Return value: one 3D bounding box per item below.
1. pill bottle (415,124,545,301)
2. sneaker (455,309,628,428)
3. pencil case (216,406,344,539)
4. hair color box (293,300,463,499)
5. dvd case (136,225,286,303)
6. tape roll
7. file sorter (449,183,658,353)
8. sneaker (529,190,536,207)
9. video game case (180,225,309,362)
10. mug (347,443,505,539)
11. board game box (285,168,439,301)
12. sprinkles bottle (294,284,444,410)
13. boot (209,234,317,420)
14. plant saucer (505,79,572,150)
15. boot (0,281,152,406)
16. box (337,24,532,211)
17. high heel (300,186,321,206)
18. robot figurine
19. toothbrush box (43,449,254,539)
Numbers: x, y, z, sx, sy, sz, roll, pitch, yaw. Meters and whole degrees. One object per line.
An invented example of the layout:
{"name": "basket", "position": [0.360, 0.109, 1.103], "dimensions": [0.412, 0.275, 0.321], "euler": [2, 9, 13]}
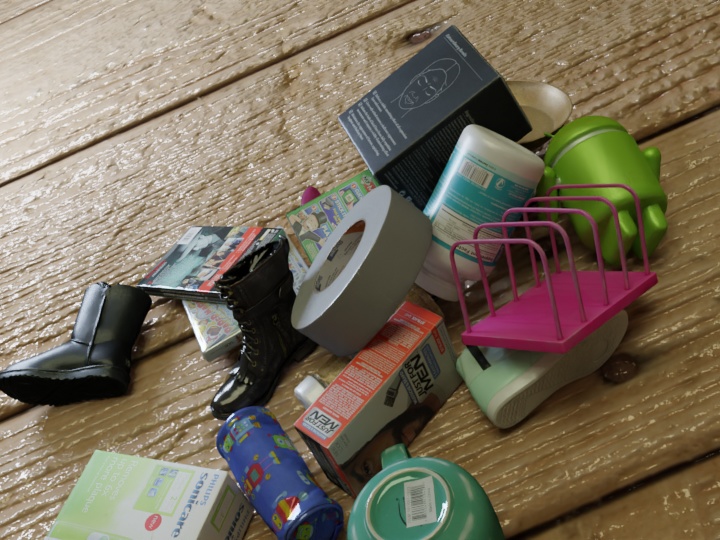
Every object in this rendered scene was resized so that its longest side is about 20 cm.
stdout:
{"name": "pill bottle", "position": [0.134, -0.066, 1.167], "dimensions": [0.111, 0.110, 0.202], "euler": [44, 113, 47]}
{"name": "sneaker", "position": [0.202, 0.080, 1.101], "dimensions": [0.199, 0.074, 0.118], "euler": [-33, 43, -8]}
{"name": "pencil case", "position": [-0.089, 0.238, 1.082], "dimensions": [0.200, 0.086, 0.079], "euler": [43, 110, 47]}
{"name": "hair color box", "position": [0.027, 0.147, 1.093], "dimensions": [0.064, 0.111, 0.200], "euler": [25, 62, 41]}
{"name": "dvd case", "position": [-0.220, -0.013, 1.408], "dimensions": [0.198, 0.022, 0.146], "euler": [4, 44, 37]}
{"name": "tape roll", "position": [0.000, 0.000, 1.135], "dimensions": [0.201, 0.066, 0.201], "euler": [-49, 18, 22]}
{"name": "file sorter", "position": [0.213, -0.010, 1.070], "dimensions": [0.138, 0.127, 0.199], "euler": [1, 22, 47]}
{"name": "sneaker", "position": [0.170, -0.117, 1.280], "dimensions": [0.199, 0.075, 0.116], "euler": [-34, 81, -9]}
{"name": "video game case", "position": [-0.160, 0.027, 1.349], "dimensions": [0.181, 0.023, 0.200], "euler": [-31, 34, -5]}
{"name": "mug", "position": [0.052, 0.259, 0.964], "dimensions": [0.184, 0.115, 0.152], "euler": [23, 61, 40]}
{"name": "board game box", "position": [0.004, -0.020, 1.265], "dimensions": [0.133, 0.029, 0.201], "euler": [-28, 71, -4]}
{"name": "sprinkles bottle", "position": [0.012, 0.104, 1.167], "dimensions": [0.200, 0.069, 0.068], "euler": [-42, 44, -13]}
{"name": "boot", "position": [-0.142, 0.071, 1.203], "dimensions": [0.069, 0.175, 0.200], "euler": [24, 61, 41]}
{"name": "plant saucer", "position": [0.198, -0.208, 1.345], "dimensions": [0.197, 0.036, 0.201], "euler": [-8, 35, 6]}
{"name": "boot", "position": [-0.403, 0.101, 1.370], "dimensions": [0.197, 0.077, 0.170], "euler": [-6, 49, 11]}
{"name": "box", "position": [0.094, -0.191, 1.246], "dimensions": [0.199, 0.107, 0.149], "euler": [-37, 43, 8]}
{"name": "high heel", "position": [-0.026, -0.056, 1.348], "dimensions": [0.095, 0.067, 0.201], "euler": [-26, 46, 14]}
{"name": "robot figurine", "position": [0.302, -0.107, 1.189], "dimensions": [0.173, 0.116, 0.202], "euler": [-13, 59, -14]}
{"name": "toothbrush box", "position": [-0.243, 0.299, 1.091], "dimensions": [0.198, 0.087, 0.147], "euler": [4, 50, 27]}
